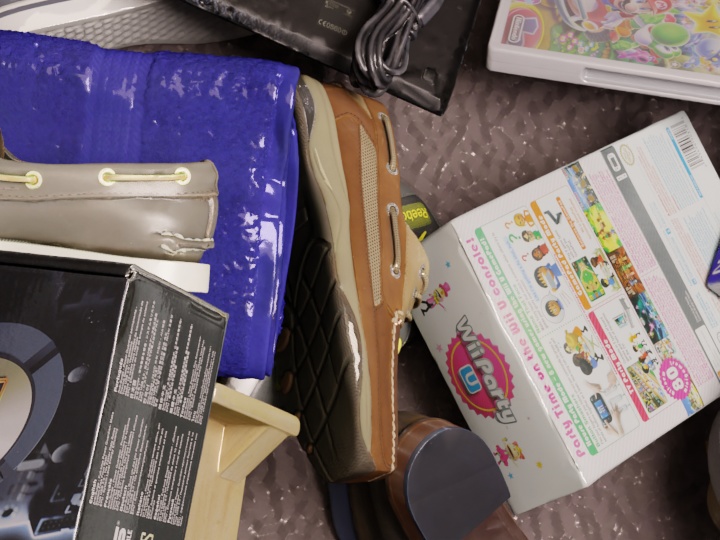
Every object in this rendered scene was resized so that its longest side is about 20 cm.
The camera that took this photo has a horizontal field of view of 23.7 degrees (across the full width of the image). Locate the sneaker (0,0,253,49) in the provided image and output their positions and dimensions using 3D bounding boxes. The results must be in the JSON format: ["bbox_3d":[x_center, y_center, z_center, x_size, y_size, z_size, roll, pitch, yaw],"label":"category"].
[{"bbox_3d":[-0.113,-0.162,0.901,0.198,0.078,0.080,-12,75,-24],"label":"sneaker"}]

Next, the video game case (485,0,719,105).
[{"bbox_3d":[0.178,-0.145,0.947,0.197,0.018,0.144,10,45,8],"label":"video game case"}]

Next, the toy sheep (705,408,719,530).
[{"bbox_3d":[0.246,0.095,0.863,0.137,0.200,0.140,13,63,-28],"label":"toy sheep"}]

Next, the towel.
[{"bbox_3d":[-0.129,-0.033,0.803,0.197,0.050,0.150,7,96,0],"label":"towel"}]

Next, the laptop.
[{"bbox_3d":[-0.021,-0.187,0.913,0.176,0.103,0.202,22,69,-11],"label":"laptop"}]

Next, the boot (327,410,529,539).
[{"bbox_3d":[0.043,0.154,0.893,0.074,0.097,0.202,-28,116,-25],"label":"boot"}]

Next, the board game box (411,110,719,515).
[{"bbox_3d":[0.130,0.018,0.915,0.199,0.064,0.149,-24,85,-40],"label":"board game box"}]

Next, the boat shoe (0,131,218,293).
[{"bbox_3d":[-0.160,-0.034,0.745,0.199,0.072,0.061,10,90,-2],"label":"boat shoe"}]

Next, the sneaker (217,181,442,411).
[{"bbox_3d":[-0.016,0.032,0.890,0.084,0.074,0.201,32,71,-9],"label":"sneaker"}]

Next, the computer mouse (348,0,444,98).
[{"bbox_3d":[-0.042,-0.181,0.825,0.199,0.044,0.110,35,68,-6],"label":"computer mouse"}]

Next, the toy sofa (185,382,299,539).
[{"bbox_3d":[-0.097,0.149,0.749,0.097,0.083,0.203,1,75,27],"label":"toy sofa"}]

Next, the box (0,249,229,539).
[{"bbox_3d":[-0.159,0.097,0.695,0.162,0.086,0.202,6,78,25],"label":"box"}]

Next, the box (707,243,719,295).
[{"bbox_3d":[0.314,-0.028,0.954,0.183,0.105,0.201,37,57,-19],"label":"box"}]

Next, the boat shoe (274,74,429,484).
[{"bbox_3d":[0.000,0.000,0.833,0.073,0.075,0.203,0,75,-30],"label":"boat shoe"}]
